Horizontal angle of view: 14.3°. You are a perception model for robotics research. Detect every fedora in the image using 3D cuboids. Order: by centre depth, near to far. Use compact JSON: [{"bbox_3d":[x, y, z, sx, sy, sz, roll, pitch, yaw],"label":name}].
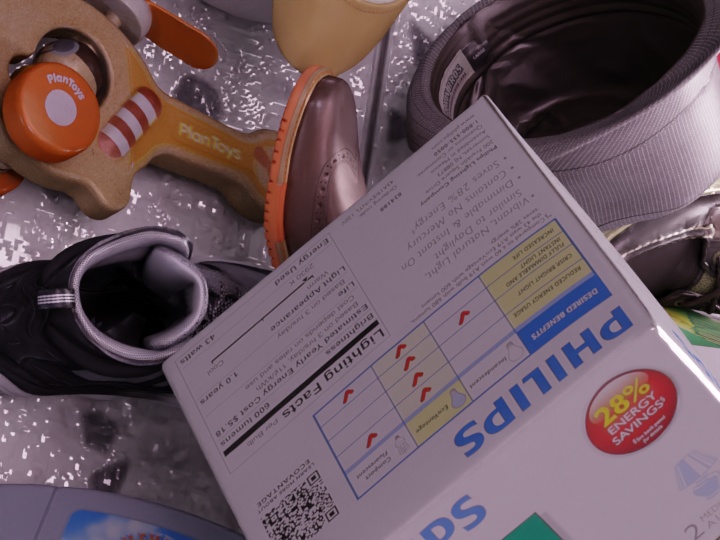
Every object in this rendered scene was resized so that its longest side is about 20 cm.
[{"bbox_3d":[0.119,-0.079,1.443,0.177,0.200,0.090,-46,124,-27],"label":"fedora"}]

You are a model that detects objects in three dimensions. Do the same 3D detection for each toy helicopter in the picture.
[{"bbox_3d":[-0.108,-0.082,1.421,0.199,0.079,0.133,23,60,-33],"label":"toy helicopter"}]

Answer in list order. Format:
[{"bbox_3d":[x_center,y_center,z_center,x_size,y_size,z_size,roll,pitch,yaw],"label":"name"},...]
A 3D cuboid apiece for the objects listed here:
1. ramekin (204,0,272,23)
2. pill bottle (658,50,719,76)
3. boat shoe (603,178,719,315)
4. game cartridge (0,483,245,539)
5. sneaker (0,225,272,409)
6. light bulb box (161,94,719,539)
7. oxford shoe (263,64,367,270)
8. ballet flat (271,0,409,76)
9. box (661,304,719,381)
[{"bbox_3d":[-0.032,-0.222,1.464,0.200,0.098,0.201,6,76,-25],"label":"ramekin"},{"bbox_3d":[0.229,-0.117,1.567,0.199,0.111,0.111,-16,86,-29],"label":"pill bottle"},{"bbox_3d":[0.188,-0.011,1.513,0.199,0.073,0.065,-16,64,-39],"label":"boat shoe"},{"bbox_3d":[-0.104,0.173,1.318,0.199,0.041,0.134,16,65,11],"label":"game cartridge"},{"bbox_3d":[-0.083,0.024,1.370,0.199,0.114,0.076,0,80,-31],"label":"sneaker"},{"bbox_3d":[0.045,0.066,1.248,0.198,0.200,0.125,-40,127,6],"label":"light bulb box"},{"bbox_3d":[0.000,0.000,1.376,0.071,0.073,0.201,-41,130,-60],"label":"oxford shoe"},{"bbox_3d":[0.019,-0.183,1.390,0.069,0.063,0.201,34,66,-16],"label":"ballet flat"},{"bbox_3d":[0.131,0.049,1.435,0.200,0.144,0.036,1,109,-46],"label":"box"}]
